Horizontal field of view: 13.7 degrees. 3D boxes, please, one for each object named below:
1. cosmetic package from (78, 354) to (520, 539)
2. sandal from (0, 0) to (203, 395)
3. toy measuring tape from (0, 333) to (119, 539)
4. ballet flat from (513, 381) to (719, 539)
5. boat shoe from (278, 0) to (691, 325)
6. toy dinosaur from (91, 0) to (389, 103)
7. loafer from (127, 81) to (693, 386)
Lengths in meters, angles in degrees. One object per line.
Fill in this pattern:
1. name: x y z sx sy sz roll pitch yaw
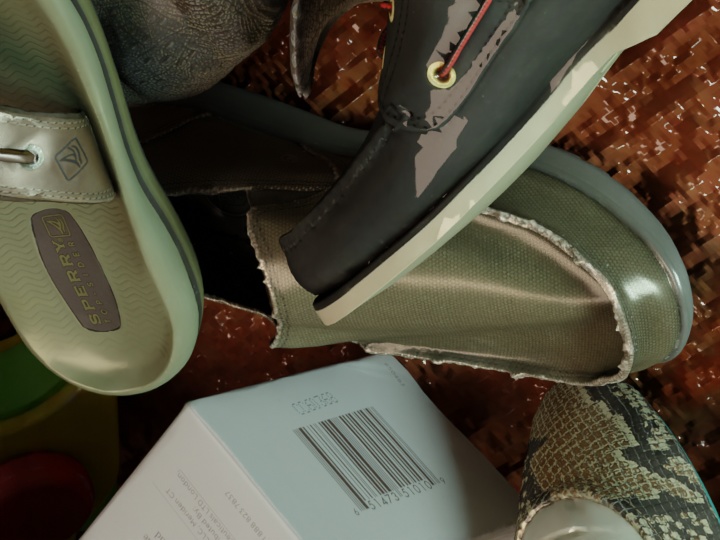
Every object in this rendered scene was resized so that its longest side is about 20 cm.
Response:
1. cosmetic package: -0.052 0.125 0.932 0.081 0.113 0.200 48 121 19
2. sandal: -0.101 -0.033 0.801 0.080 0.057 0.201 -4 131 33
3. toy measuring tape: -0.117 0.034 0.984 0.073 0.074 0.200 23 141 18
4. ballet flat: 0.083 0.127 0.861 0.068 0.075 0.201 -25 82 40
5. boat shoe: 0.039 -0.063 0.760 0.063 0.074 0.201 42 125 -1
6. toy dinosaur: -0.065 -0.082 0.835 0.200 0.077 0.102 -14 112 41
7. loafer: 0.000 0.000 0.868 0.200 0.070 0.075 13 134 28
